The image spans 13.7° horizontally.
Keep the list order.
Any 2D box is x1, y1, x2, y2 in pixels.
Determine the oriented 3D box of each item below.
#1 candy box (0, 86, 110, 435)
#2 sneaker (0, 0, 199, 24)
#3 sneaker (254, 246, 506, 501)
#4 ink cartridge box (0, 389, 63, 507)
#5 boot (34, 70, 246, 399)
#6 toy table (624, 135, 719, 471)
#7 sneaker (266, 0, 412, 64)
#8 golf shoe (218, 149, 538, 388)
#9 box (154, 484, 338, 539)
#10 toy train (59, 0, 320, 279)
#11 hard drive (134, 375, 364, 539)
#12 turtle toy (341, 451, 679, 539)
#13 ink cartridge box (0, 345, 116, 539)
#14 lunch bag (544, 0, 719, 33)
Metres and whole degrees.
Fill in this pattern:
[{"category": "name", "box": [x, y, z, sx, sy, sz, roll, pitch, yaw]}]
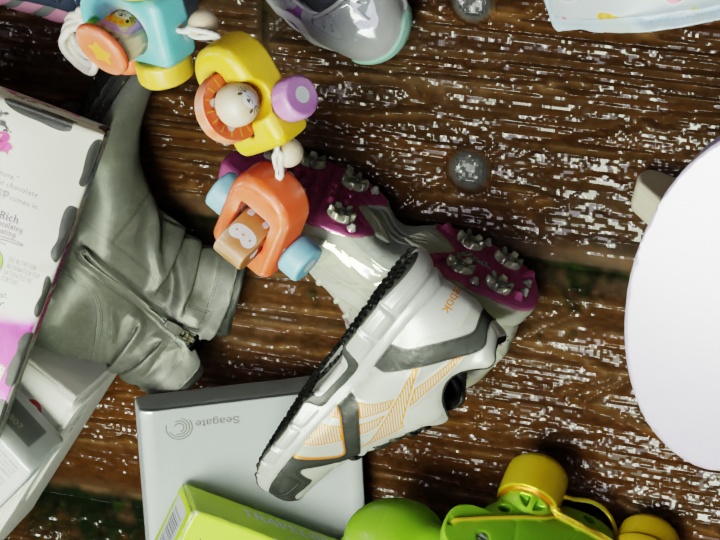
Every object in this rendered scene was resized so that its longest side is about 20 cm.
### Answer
[{"category": "candy box", "box": [-0.238, -0.010, 1.693, 0.136, 0.061, 0.200, 21, 96, -3]}, {"category": "sneaker", "box": [-0.194, -0.173, 1.726, 0.200, 0.082, 0.070, 15, 112, 16]}, {"category": "sneaker", "box": [0.008, 0.076, 1.689, 0.080, 0.074, 0.200, 34, 132, -5]}, {"category": "ink cartridge box", "box": [-0.295, 0.106, 1.804, 0.163, 0.057, 0.200, 47, 127, 0]}, {"category": "boot", "box": [-0.123, -0.027, 1.771, 0.131, 0.068, 0.200, 21, 101, -9]}, {"category": "toy table", "box": [0.222, -0.002, 1.605, 0.184, 0.117, 0.200, 31, 118, 8]}, {"category": "sneaker", "box": [-0.061, -0.182, 1.635, 0.078, 0.140, 0.200, -42, 91, 24]}, {"category": "golf shoe", "box": [0.000, 0.000, 1.722, 0.200, 0.075, 0.092, 29, 121, 11]}, {"category": "box", "box": [-0.039, 0.216, 1.782, 0.200, 0.048, 0.122, 22, 105, -19]}, {"category": "toy train", "box": [-0.099, -0.080, 1.639, 0.200, 0.056, 0.150, 43, 143, 9]}, {"category": "hard drive", "box": [-0.062, 0.164, 1.798, 0.132, 0.027, 0.200, -6, 111, -9]}, {"category": "turtle toy", "box": [0.084, 0.187, 1.721, 0.200, 0.146, 0.101, 29, 142, -3]}, {"category": "ink cartridge box", "box": [-0.266, 0.059, 1.844, 0.200, 0.083, 0.147, 37, 118, 5]}, {"category": "lunch bag", "box": [0.175, -0.221, 1.538, 0.200, 0.127, 0.170, -11, 108, 15]}]
